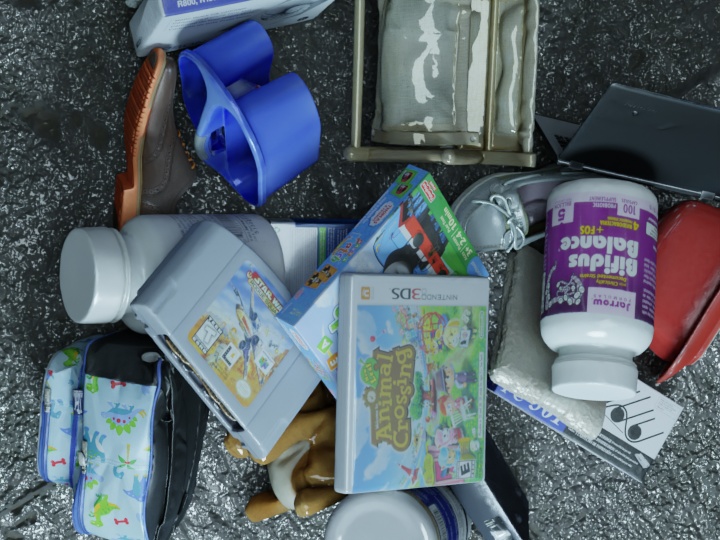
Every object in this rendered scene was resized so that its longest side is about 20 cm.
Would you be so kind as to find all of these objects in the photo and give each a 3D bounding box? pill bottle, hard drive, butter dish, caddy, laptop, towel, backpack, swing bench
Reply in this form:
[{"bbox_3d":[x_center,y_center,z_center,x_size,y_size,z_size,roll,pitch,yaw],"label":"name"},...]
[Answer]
[{"bbox_3d":[0.232,0.021,1.521,0.111,0.112,0.203,8,75,-12],"label":"pill bottle"},{"bbox_3d":[0.112,0.190,1.612,0.042,0.135,0.201,-29,101,13],"label":"hard drive"},{"bbox_3d":[0.324,0.001,1.624,0.147,0.200,0.200,34,89,11],"label":"butter dish"},{"bbox_3d":[-0.116,-0.145,1.497,0.104,0.200,0.142,-34,75,-14],"label":"caddy"},{"bbox_3d":[0.293,-0.148,1.560,0.185,0.201,0.117,12,114,-13],"label":"laptop"},{"bbox_3d":[0.198,0.070,1.599,0.132,0.201,0.035,30,132,-12],"label":"towel"},{"bbox_3d":[0.045,0.263,1.558,0.114,0.200,0.117,0,89,17],"label":"pill bottle"},{"bbox_3d":[-0.183,0.003,1.506,0.198,0.114,0.116,-2,97,-34],"label":"pill bottle"},{"bbox_3d":[-0.228,0.159,1.517,0.145,0.183,0.203,6,99,11],"label":"backpack"},{"bbox_3d":[0.087,-0.206,1.548,0.128,0.199,0.202,5,95,30],"label":"swing bench"}]

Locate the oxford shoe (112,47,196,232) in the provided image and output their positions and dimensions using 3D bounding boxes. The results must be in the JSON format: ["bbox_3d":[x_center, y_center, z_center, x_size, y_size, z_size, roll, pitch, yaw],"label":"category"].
[{"bbox_3d":[-0.196,-0.122,1.534,0.072,0.071,0.202,4,118,-18],"label":"oxford shoe"}]

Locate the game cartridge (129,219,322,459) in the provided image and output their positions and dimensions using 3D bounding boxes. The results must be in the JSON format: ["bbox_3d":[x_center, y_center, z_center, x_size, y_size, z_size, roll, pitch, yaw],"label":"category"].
[{"bbox_3d":[-0.115,0.059,1.451,0.201,0.041,0.134,53,58,-24],"label":"game cartridge"}]

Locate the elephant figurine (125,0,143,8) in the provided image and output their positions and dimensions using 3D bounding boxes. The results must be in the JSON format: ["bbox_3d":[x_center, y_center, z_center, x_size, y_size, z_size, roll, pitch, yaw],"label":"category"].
[{"bbox_3d":[-0.156,-0.372,1.510,0.140,0.155,0.202,-17,88,34],"label":"elephant figurine"}]

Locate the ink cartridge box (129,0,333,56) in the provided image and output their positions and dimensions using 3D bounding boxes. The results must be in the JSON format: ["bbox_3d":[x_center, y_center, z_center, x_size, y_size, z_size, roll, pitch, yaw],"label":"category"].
[{"bbox_3d":[-0.106,-0.261,1.465,0.197,0.200,0.041,-16,87,-19],"label":"ink cartridge box"}]

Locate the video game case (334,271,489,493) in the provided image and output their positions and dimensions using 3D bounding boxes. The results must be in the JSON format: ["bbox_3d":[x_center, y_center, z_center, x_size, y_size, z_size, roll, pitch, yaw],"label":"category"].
[{"bbox_3d":[0.052,0.105,1.476,0.181,0.022,0.203,2,90,-40],"label":"video game case"}]

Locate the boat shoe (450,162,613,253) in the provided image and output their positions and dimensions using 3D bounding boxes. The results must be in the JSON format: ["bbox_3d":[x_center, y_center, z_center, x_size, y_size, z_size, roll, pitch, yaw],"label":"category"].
[{"bbox_3d":[0.177,-0.066,1.602,0.200,0.065,0.075,-16,105,-28],"label":"boat shoe"}]

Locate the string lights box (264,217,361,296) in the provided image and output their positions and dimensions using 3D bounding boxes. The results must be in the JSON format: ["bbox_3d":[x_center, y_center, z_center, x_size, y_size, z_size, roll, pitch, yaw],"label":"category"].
[{"bbox_3d":[0.000,0.000,1.602,0.197,0.059,0.104,1,96,-12],"label":"string lights box"}]

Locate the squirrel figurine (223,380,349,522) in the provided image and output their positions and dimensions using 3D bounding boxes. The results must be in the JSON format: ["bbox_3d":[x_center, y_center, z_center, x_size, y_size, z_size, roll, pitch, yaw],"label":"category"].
[{"bbox_3d":[-0.048,0.136,1.587,0.198,0.141,0.189,-21,90,-23],"label":"squirrel figurine"}]

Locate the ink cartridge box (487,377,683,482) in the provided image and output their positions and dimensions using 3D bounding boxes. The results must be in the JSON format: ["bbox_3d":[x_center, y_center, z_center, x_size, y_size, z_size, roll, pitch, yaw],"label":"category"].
[{"bbox_3d":[0.239,0.136,1.672,0.199,0.044,0.095,31,88,-13],"label":"ink cartridge box"}]

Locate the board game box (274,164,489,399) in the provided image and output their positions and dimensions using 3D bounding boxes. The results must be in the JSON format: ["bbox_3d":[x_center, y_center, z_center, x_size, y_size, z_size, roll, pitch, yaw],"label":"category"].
[{"bbox_3d":[0.025,0.023,1.497,0.200,0.036,0.152,-48,131,-16],"label":"board game box"}]
